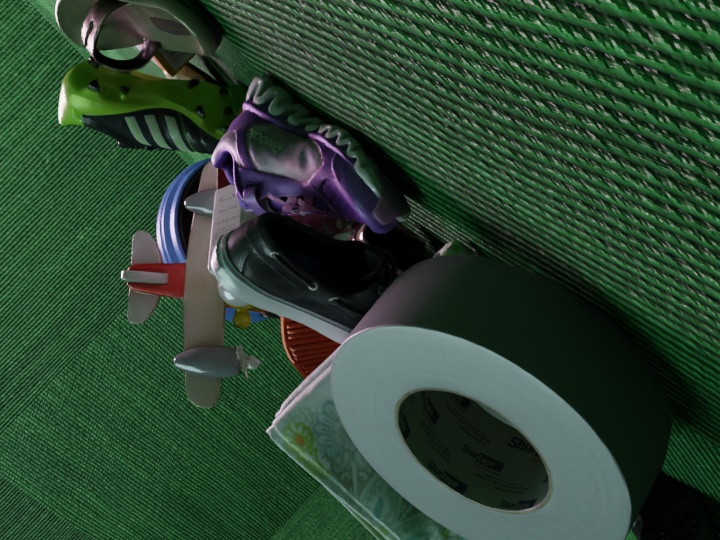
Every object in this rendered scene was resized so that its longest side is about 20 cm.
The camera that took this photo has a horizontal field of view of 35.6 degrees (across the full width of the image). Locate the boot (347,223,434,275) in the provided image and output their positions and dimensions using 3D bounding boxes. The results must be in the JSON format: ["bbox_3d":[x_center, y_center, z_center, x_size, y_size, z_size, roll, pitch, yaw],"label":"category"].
[{"bbox_3d":[0.000,0.000,0.955,0.200,0.070,0.146,25,153,5],"label":"boot"}]

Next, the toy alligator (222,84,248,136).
[{"bbox_3d":[-0.061,-0.088,0.983,0.200,0.054,0.059,43,176,18],"label":"toy alligator"}]

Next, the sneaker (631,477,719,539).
[{"bbox_3d":[0.264,0.220,0.907,0.104,0.060,0.200,46,180,-7],"label":"sneaker"}]

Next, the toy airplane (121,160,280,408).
[{"bbox_3d":[-0.150,0.011,1.170,0.200,0.199,0.141,52,164,-12],"label":"toy airplane"}]

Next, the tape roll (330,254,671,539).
[{"bbox_3d":[0.082,0.087,0.680,0.200,0.066,0.200,24,142,20],"label":"tape roll"}]

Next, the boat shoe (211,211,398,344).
[{"bbox_3d":[-0.010,0.005,0.813,0.200,0.066,0.070,24,-135,-34],"label":"boat shoe"}]

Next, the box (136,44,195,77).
[{"bbox_3d":[-0.243,-0.270,1.048,0.200,0.041,0.119,43,175,35],"label":"box"}]

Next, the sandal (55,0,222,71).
[{"bbox_3d":[-0.194,-0.194,0.912,0.201,0.057,0.080,15,161,47],"label":"sandal"}]

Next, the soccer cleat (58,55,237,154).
[{"bbox_3d":[-0.179,-0.140,1.040,0.200,0.068,0.081,15,146,-22],"label":"soccer cleat"}]

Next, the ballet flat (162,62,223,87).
[{"bbox_3d":[-0.151,-0.155,1.151,0.066,0.057,0.200,41,174,28],"label":"ballet flat"}]

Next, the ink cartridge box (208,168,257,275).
[{"bbox_3d":[-0.070,-0.038,1.136,0.200,0.045,0.177,36,-136,-46],"label":"ink cartridge box"}]

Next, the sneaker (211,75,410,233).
[{"bbox_3d":[-0.044,-0.067,0.821,0.200,0.088,0.081,38,171,46],"label":"sneaker"}]

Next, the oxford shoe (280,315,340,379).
[{"bbox_3d":[-0.016,0.061,0.929,0.073,0.071,0.200,-68,-31,-58],"label":"oxford shoe"}]

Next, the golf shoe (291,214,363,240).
[{"bbox_3d":[-0.021,-0.035,1.099,0.092,0.075,0.200,57,180,40],"label":"golf shoe"}]

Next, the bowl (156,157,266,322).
[{"bbox_3d":[-0.137,-0.040,1.303,0.201,0.201,0.039,45,144,-15],"label":"bowl"}]

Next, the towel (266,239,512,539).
[{"bbox_3d":[0.057,0.104,0.800,0.171,0.200,0.048,44,-168,-9],"label":"towel"}]
